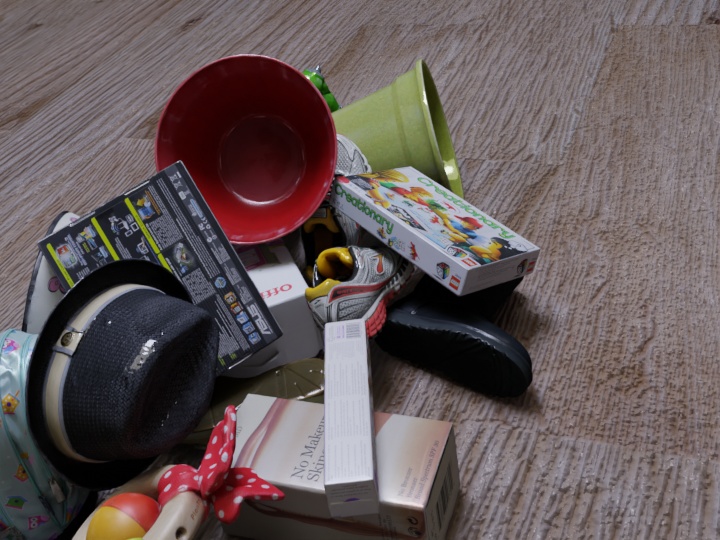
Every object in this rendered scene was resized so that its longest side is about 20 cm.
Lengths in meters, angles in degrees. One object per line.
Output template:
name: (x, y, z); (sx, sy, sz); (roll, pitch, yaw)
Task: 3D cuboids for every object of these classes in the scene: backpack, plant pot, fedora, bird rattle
backpack: (-0.306, 0.146, 0.817); (0.125, 0.202, 0.167); (-15, 34, -7)
plant pot: (0.022, -0.147, 1.179); (0.182, 0.202, 0.201); (-15, 33, 13)
fedora: (-0.180, 0.090, 0.769); (0.091, 0.202, 0.201); (4, 36, 35)
bird rattle: (-0.165, 0.195, 0.700); (0.162, 0.113, 0.201); (-11, 40, 39)

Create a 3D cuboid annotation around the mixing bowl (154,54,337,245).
mixing bowl: (-0.119, -0.128, 1.018); (0.197, 0.203, 0.108); (-7, 0, 4)

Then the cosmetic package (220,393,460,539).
cosmetic package: (-0.021, 0.181, 0.793); (0.197, 0.088, 0.104); (4, 38, 19)

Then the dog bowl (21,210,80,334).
dog bowl: (-0.300, 0.042, 0.982); (0.073, 0.202, 0.201); (10, 35, -6)

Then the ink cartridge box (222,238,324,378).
ink cartridge box: (-0.140, 0.027, 1.029); (0.143, 0.085, 0.200); (-20, 37, -11)

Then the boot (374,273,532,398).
boot: (0.129, 0.038, 0.965); (0.199, 0.077, 0.168); (15, 45, 41)

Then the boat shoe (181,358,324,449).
boat shoe: (-0.116, 0.143, 0.910); (0.198, 0.064, 0.074); (-16, 39, 4)

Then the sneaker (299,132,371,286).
sneaker: (-0.029, -0.068, 1.062); (0.077, 0.082, 0.203); (-7, 73, 20)

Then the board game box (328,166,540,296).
board game box: (0.077, -0.047, 0.969); (0.125, 0.035, 0.199); (-14, 40, -44)

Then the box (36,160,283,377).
box: (-0.193, 0.020, 0.889); (0.159, 0.201, 0.044); (-32, 1, -10)

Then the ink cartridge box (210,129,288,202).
ink cartridge box: (-0.152, -0.121, 1.174); (0.143, 0.086, 0.200); (-7, -1, 5)

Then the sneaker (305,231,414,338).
sneaker: (0.000, 0.000, 0.952); (0.077, 0.083, 0.200); (-23, 20, 25)

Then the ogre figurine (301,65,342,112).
ogre figurine: (-0.110, -0.226, 1.363); (0.198, 0.121, 0.098); (-18, 35, -10)

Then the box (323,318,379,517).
box: (-0.009, 0.117, 0.769); (0.041, 0.039, 0.201); (-8, 34, 3)
